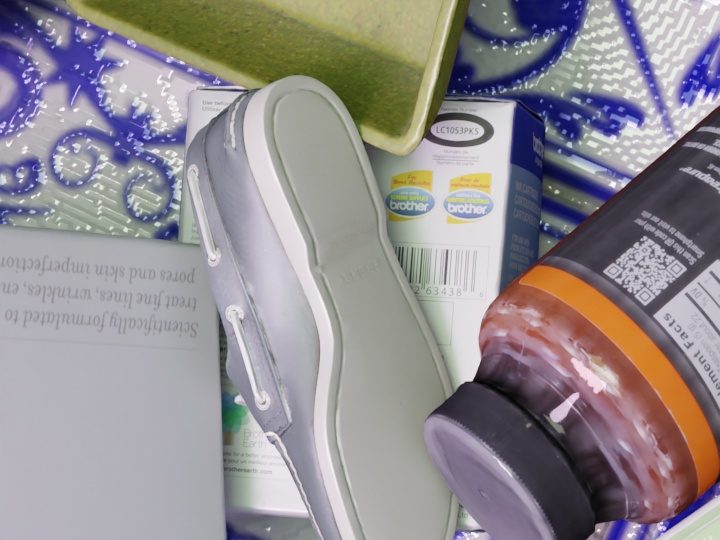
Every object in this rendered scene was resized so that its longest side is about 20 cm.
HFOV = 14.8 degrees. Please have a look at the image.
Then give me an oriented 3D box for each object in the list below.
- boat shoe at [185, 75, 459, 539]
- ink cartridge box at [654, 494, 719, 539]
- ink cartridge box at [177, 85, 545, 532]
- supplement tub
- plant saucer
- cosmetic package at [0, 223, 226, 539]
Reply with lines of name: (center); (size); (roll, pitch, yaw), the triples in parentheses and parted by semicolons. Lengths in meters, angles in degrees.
boat shoe: (-0.017, 0.030, 1.039); (0.062, 0.073, 0.201); (-15, 90, 42)
ink cartridge box: (0.100, 0.130, 1.031); (0.200, 0.146, 0.048); (-35, 81, 7)
ink cartridge box: (0.000, 0.000, 1.103); (0.136, 0.076, 0.201); (3, 87, 13)
supplement tub: (0.117, 0.020, 1.027); (0.200, 0.107, 0.107); (-39, 76, -17)
plant saucer: (-0.013, -0.168, 1.078); (0.199, 0.048, 0.201); (25, 108, 37)
cosmetic package: (-0.175, 0.077, 1.053); (0.200, 0.165, 0.166); (-9, 81, 40)
